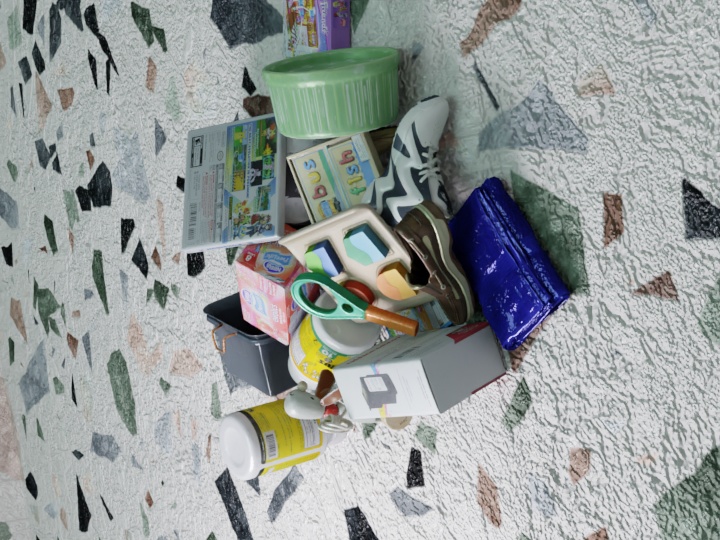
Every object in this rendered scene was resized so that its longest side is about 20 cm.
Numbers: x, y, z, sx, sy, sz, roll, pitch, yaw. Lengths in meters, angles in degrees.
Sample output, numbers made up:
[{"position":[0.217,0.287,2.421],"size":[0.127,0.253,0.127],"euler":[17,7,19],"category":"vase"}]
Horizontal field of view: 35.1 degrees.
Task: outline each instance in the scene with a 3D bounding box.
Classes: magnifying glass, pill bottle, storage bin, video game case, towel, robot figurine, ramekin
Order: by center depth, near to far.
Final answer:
[{"position":[0.184,-0.007,1.520],"size":[0.201,0.049,0.148],"euler":[62,141,22],"category":"towel"},{"position":[-0.037,-0.256,1.641],"size":[0.200,0.199,0.098],"euler":[17,120,51],"category":"ramekin"},{"position":[-0.010,0.055,1.658],"size":[0.199,0.022,0.080],"euler":[17,139,15],"category":"magnifying glass"},{"position":[0.086,0.034,1.695],"size":[0.200,0.018,0.144],"euler":[-44,64,50],"category":"video game case"},{"position":[-0.195,-0.135,1.757],"size":[0.181,0.022,0.201],"euler":[-7,73,28],"category":"video game case"},{"position":[-0.090,-0.141,1.808],"size":[0.125,0.149,0.201],"euler":[-68,-25,-77],"category":"robot figurine"},{"position":[-0.049,0.116,1.817],"size":[0.113,0.112,0.200],"euler":[66,150,18],"category":"pill bottle"},{"position":[-0.126,0.271,1.899],"size":[0.112,0.199,0.113],"euler":[18,113,51],"category":"pill bottle"},{"position":[-0.183,0.134,2.010],"size":[0.200,0.145,0.135],"euler":[20,125,51],"category":"storage bin"}]

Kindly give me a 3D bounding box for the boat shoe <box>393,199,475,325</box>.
[{"position":[0.093,0.001,1.536],"size":[0.075,0.075,0.203],"euler":[35,154,53],"category":"boat shoe"}]

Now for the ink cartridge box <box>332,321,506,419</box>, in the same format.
[{"position":[0.081,0.142,1.605],"size":[0.200,0.145,0.083],"euler":[-13,99,51],"category":"ink cartridge box"}]

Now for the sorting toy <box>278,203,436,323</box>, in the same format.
[{"position":[0.000,0.000,1.633],"size":[0.185,0.037,0.200],"euler":[-20,124,43],"category":"sorting toy"}]

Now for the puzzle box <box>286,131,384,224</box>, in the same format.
[{"position":[-0.016,-0.097,1.671],"size":[0.132,0.025,0.201],"euler":[-18,100,25],"category":"puzzle box"}]

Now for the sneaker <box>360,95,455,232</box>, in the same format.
[{"position":[0.096,-0.131,1.566],"size":[0.129,0.079,0.200],"euler":[35,95,30],"category":"sneaker"}]

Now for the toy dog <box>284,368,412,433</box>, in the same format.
[{"position":[-0.008,0.183,1.724],"size":[0.132,0.199,0.097],"euler":[12,96,47],"category":"toy dog"}]

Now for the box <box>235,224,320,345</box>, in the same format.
[{"position":[-0.129,0.019,1.811],"size":[0.094,0.103,0.200],"euler":[28,155,14],"category":"box"}]

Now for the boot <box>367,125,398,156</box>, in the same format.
[{"position":[0.005,-0.104,1.712],"size":[0.174,0.066,0.201],"euler":[-15,100,22],"category":"boot"}]

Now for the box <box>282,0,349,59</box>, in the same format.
[{"position":[-0.070,-0.362,1.786],"size":[0.137,0.039,0.201],"euler":[21,116,51],"category":"box"}]
